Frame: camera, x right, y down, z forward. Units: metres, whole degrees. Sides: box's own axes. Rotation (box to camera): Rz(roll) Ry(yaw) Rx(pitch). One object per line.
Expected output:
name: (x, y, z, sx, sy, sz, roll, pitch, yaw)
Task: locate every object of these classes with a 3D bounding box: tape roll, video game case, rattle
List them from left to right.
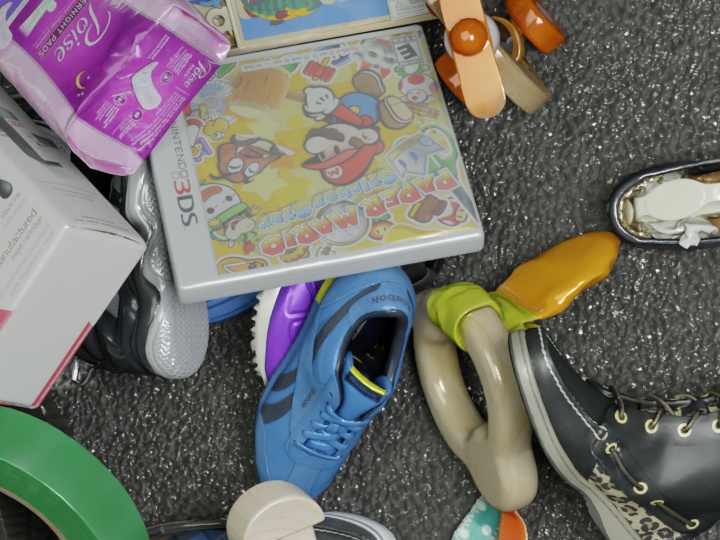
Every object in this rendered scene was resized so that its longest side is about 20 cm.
tape roll: (-0.239, 0.182, 1.622, 0.200, 0.048, 0.201, 14, 129, 17)
video game case: (-0.036, -0.073, 1.574, 0.200, 0.023, 0.182, -10, 56, -7)
rattle: (0.116, 0.093, 1.575, 0.130, 0.143, 0.200, -16, 94, 53)

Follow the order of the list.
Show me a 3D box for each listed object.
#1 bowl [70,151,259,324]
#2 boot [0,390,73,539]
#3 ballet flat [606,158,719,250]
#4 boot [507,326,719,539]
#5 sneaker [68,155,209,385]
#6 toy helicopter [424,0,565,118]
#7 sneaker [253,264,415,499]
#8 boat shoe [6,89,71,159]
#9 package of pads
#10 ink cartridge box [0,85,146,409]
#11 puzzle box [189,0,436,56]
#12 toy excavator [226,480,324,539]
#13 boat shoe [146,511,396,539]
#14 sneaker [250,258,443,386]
bowl: (-0.121, -0.063, 1.685, 0.200, 0.039, 0.201, -2, 84, 23)
boot: (-0.278, 0.120, 1.728, 0.138, 0.077, 0.200, -5, 93, 43)
ballet flat: (0.248, -0.045, 1.512, 0.200, 0.073, 0.073, -5, 83, 22)
boot: (0.192, 0.086, 1.475, 0.154, 0.204, 0.074, -25, 34, 15)
sneaker: (-0.170, -0.019, 1.639, 0.114, 0.075, 0.200, -11, 78, 25)
toy helicopter: (0.050, -0.174, 1.539, 0.079, 0.132, 0.200, -40, 109, 14)
sneaker: (-0.018, 0.084, 1.577, 0.078, 0.066, 0.200, -110, 39, -56)
boat shoe: (-0.279, -0.088, 1.742, 0.200, 0.072, 0.071, -6, 49, 33)
package of pads: (-0.186, -0.163, 1.596, 0.121, 0.076, 0.200, -51, 49, 7)
ink cartridge box: (-0.259, -0.027, 1.611, 0.200, 0.085, 0.146, 45, 108, 34)
puzzle box: (-0.043, -0.220, 1.616, 0.200, 0.025, 0.133, -10, 113, 11)
toy excavator: (-0.062, 0.262, 1.572, 0.200, 0.194, 0.100, -46, 26, -8)
boat shoe: (-0.075, 0.195, 1.624, 0.200, 0.066, 0.070, 1, 85, 23)
sneaker: (0.000, 0.000, 1.611, 0.099, 0.070, 0.200, 23, 94, 21)
